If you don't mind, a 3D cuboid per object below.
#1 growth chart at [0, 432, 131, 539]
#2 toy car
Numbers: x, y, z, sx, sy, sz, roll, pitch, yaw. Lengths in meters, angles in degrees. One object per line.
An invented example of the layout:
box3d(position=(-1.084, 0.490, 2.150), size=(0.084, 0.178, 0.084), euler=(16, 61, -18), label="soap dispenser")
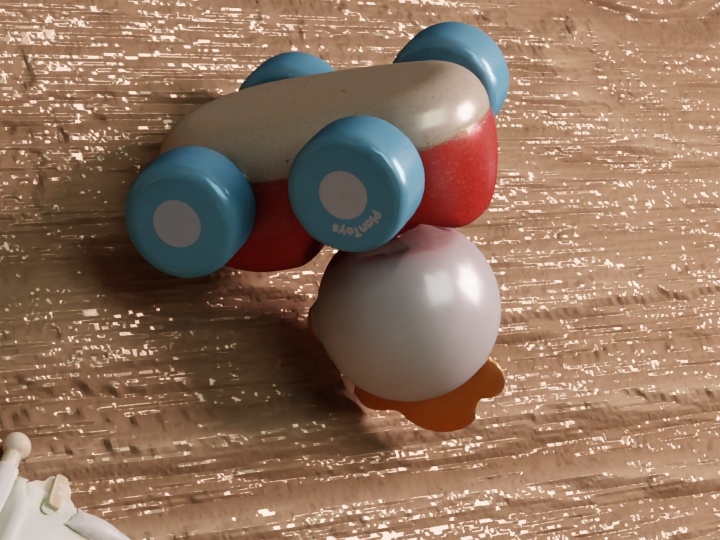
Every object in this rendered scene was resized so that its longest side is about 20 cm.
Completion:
box3d(position=(-0.110, 0.181, 1.086), size=(0.200, 0.018, 0.145), euler=(40, 44, -13), label="growth chart")
box3d(position=(0.000, 0.000, 1.236), size=(0.184, 0.177, 0.200), euler=(-50, 128, -61), label="toy car")
